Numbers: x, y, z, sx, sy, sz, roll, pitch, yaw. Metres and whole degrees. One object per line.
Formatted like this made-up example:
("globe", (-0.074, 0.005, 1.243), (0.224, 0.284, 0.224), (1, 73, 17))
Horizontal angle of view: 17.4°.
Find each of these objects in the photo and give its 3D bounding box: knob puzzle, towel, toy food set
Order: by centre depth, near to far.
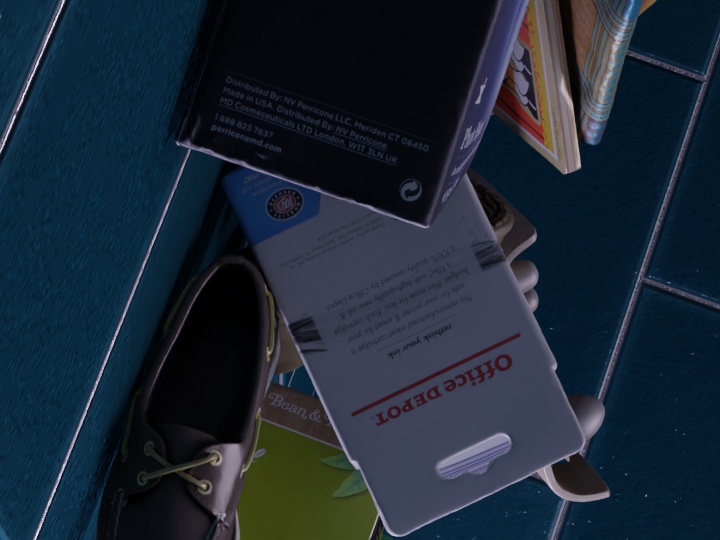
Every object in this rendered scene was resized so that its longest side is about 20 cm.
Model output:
("towel", (0.102, -0.172, 1.254), (0.022, 0.147, 0.200), (-23, 155, -16))
("knob puzzle", (0.053, -0.169, 1.333), (0.030, 0.221, 0.220), (-24, 160, -15))
("toy food set", (0.107, 0.040, 1.541), (0.144, 0.060, 0.201), (-129, -159, -62))

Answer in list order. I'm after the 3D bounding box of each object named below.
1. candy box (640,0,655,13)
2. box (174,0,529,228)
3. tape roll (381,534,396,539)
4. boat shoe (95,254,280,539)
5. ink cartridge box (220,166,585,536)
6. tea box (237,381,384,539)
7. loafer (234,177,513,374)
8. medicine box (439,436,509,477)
("candy box", (0.105, -0.196, 1.534), (0.117, 0.057, 0.200), (-42, 146, 12))
("box", (0.018, -0.141, 1.050), (0.200, 0.122, 0.200), (-55, 162, -78))
("tape roll", (-0.024, 0.205, 1.587), (0.201, 0.199, 0.049), (97, 14, -74))
("boat shoe", (-0.084, 0.086, 1.131), (0.060, 0.071, 0.201), (92, 13, -59))
("ink cartridge box", (0.022, 0.023, 1.193), (0.067, 0.115, 0.201), (91, -26, -82))
("tea box", (-0.067, 0.174, 1.315), (0.200, 0.133, 0.198), (97, 14, -76))
("loafer", (0.000, 0.000, 1.340), (0.199, 0.076, 0.068), (-20, 140, -30))
("medicine box", (0.028, 0.032, 1.468), (0.182, 0.102, 0.201), (99, -31, -73))
